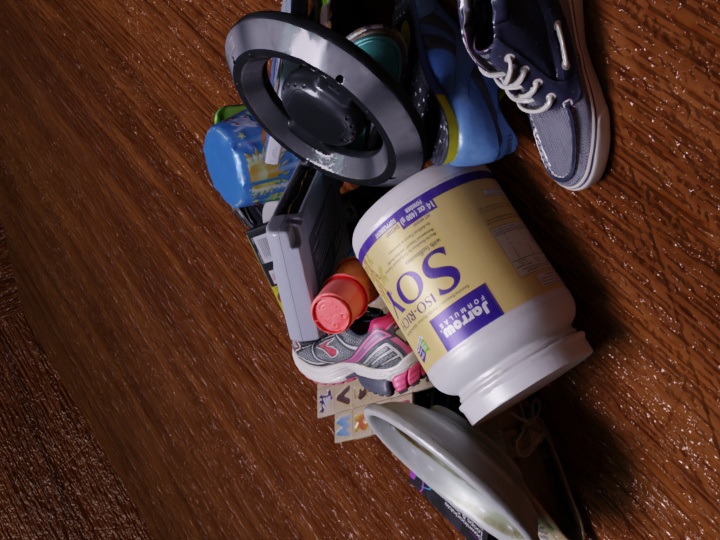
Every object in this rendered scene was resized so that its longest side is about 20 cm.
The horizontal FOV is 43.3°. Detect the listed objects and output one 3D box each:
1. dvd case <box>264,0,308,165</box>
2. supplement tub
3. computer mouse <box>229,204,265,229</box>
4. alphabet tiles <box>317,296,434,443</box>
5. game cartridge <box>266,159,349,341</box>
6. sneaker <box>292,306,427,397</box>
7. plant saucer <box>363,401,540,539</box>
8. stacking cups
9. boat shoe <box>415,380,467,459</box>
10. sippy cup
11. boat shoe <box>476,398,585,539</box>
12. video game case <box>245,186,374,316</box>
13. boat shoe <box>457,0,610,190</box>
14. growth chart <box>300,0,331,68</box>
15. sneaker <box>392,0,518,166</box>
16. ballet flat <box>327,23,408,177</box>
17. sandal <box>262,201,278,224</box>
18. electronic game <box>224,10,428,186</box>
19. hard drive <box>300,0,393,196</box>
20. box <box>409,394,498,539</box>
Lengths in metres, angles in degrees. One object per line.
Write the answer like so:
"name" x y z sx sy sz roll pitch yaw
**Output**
"dvd case" -0.075 -0.223 0.919 0.200 0.017 0.144 112 162 -57
"supplement tub" 0.098 0.018 0.799 0.201 0.145 0.146 59 151 15
"computer mouse" -0.136 -0.107 1.224 0.141 0.046 0.200 51 159 20
"alphabet tiles" 0.012 0.094 0.977 0.199 0.006 0.168 -24 59 48
"game cartridge" -0.047 -0.023 0.904 0.200 0.041 0.134 -74 -19 -60
"sneaker" -0.005 0.069 0.917 0.199 0.080 0.075 -1 117 53
"plant saucer" 0.092 0.176 0.830 0.200 0.050 0.200 39 166 12
"stacking cups" 0.000 0.000 0.888 0.060 0.200 0.061 8 113 19
"boat shoe" 0.079 0.102 0.939 0.074 0.062 0.202 -2 88 51
"sippy cup" -0.106 -0.137 1.056 0.177 0.130 0.141 -3 108 60
"boat shoe" 0.166 0.182 0.885 0.062 0.073 0.201 -1 120 54
"video game case" -0.031 0.011 1.065 0.199 0.025 0.182 -16 103 44
"boat shoe" 0.125 -0.148 0.686 0.075 0.092 0.201 9 118 58
"growth chart" -0.035 -0.269 0.837 0.145 0.018 0.202 -176 92 -80
"sneaker" 0.080 -0.174 0.791 0.066 0.078 0.201 105 153 -57
"ballet flat" -0.003 -0.168 0.838 0.072 0.072 0.201 56 151 19
"sandal" -0.040 -0.019 1.110 0.202 0.050 0.083 39 133 19
"electronic game" -0.031 -0.141 0.775 0.199 0.042 0.200 28 159 12
"hard drive" -0.004 -0.183 0.937 0.201 0.042 0.135 63 152 8
"box" 0.112 0.208 1.026 0.143 0.036 0.201 39 139 42
